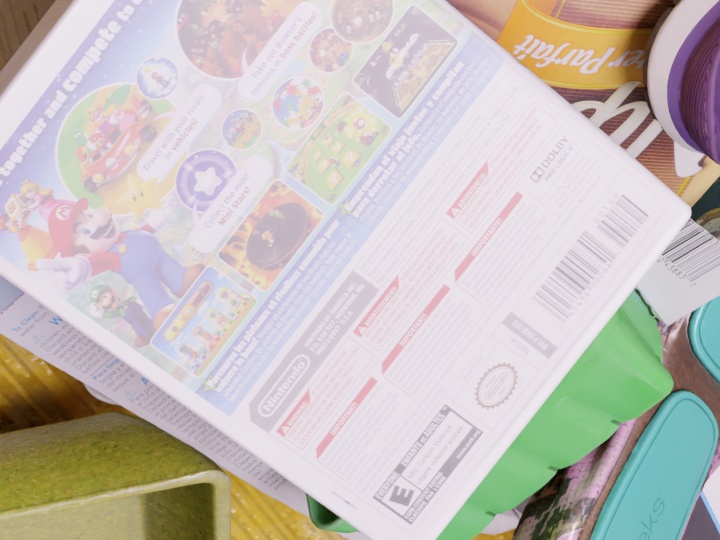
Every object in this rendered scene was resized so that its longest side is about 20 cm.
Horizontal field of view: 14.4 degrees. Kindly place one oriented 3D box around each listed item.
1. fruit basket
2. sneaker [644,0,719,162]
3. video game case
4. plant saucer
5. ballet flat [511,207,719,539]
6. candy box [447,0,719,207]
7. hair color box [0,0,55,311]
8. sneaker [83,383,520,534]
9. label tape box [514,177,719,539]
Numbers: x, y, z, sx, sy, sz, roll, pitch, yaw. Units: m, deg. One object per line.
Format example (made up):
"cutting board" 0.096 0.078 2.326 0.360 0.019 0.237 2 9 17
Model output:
"fruit basket" 0.000 0.000 0.940 0.185 0.094 0.200 -39 122 24
"sneaker" 0.187 -0.105 0.908 0.200 0.087 0.076 -51 125 -2
"video game case" -0.014 -0.020 0.851 0.200 0.018 0.143 37 94 -25
"plant saucer" -0.150 0.116 1.082 0.199 0.048 0.200 -10 152 -8
"ballet flat" 0.108 0.039 1.009 0.069 0.071 0.201 46 69 -36
"candy box" 0.048 -0.076 0.963 0.199 0.055 0.116 11 133 -34
"hair color box" -0.168 -0.073 0.839 0.061 0.099 0.200 -39 138 23
"sneaker" -0.019 0.055 1.090 0.088 0.076 0.200 -28 139 33
"label tape box" 0.138 0.077 1.130 0.144 0.063 0.200 -47 142 -12
